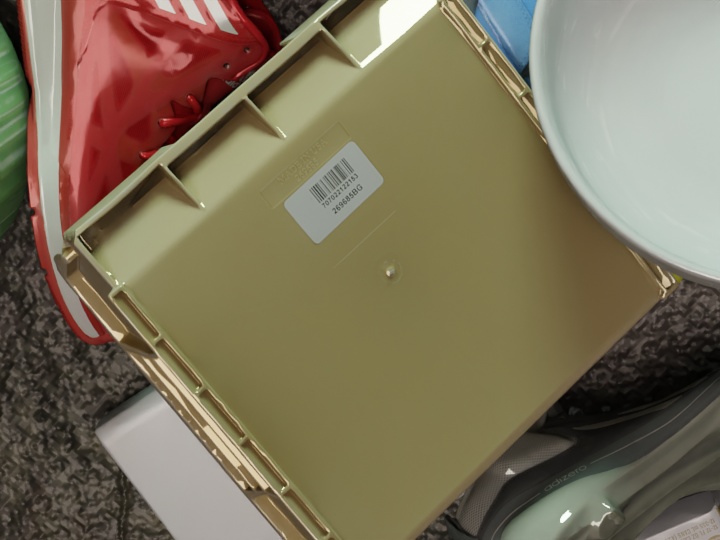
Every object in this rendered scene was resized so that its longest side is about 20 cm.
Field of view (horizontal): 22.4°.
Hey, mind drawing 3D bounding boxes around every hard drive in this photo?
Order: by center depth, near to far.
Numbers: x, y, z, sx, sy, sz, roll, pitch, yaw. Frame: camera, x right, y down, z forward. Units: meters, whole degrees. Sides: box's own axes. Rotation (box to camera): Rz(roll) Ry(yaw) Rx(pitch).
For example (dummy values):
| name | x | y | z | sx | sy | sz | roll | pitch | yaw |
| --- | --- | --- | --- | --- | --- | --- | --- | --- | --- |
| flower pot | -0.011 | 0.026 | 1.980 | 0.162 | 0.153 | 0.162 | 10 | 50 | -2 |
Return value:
| name | x | y | z | sx | sy | sz | roll | pitch | yaw |
| --- | --- | --- | --- | --- | --- | --- | --- | --- | --- |
| hard drive | -0.014 | 0.076 | 0.910 | 0.199 | 0.027 | 0.132 | -33 | 104 | 12 |

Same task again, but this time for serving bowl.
| name | x | y | z | sx | sy | sz | roll | pitch | yaw |
| --- | --- | --- | --- | --- | --- | --- | --- | --- | --- |
| serving bowl | 0.170 | -0.081 | 0.770 | 0.198 | 0.066 | 0.202 | -1 | 75 | 5 |

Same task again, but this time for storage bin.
| name | x | y | z | sx | sy | sz | roll | pitch | yaw |
| --- | --- | --- | --- | --- | --- | --- | --- | --- | --- |
| storage bin | 0.000 | 0.000 | 0.805 | 0.200 | 0.094 | 0.199 | -42 | 102 | -11 |

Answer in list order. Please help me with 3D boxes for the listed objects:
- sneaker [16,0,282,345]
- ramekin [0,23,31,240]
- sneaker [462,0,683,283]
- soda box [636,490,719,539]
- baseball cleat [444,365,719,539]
| name | x | y | z | sx | sy | sz | roll | pitch | yaw |
| --- | --- | --- | --- | --- | --- | --- | --- | --- | --- |
| sneaker | -0.092 | -0.063 | 0.842 | 0.114 | 0.078 | 0.202 | -3 | 109 | 6 |
| ramekin | -0.246 | -0.062 | 0.823 | 0.198 | 0.098 | 0.202 | 5 | 110 | 14 |
| sneaker | 0.108 | -0.084 | 0.836 | 0.078 | 0.066 | 0.200 | -41 | 101 | -1 |
| soda box | 0.099 | 0.171 | 0.916 | 0.199 | 0.064 | 0.068 | -26 | 105 | 11 |
| baseball cleat | 0.125 | 0.077 | 0.860 | 0.199 | 0.106 | 0.070 | -27 | 130 | -33 |
